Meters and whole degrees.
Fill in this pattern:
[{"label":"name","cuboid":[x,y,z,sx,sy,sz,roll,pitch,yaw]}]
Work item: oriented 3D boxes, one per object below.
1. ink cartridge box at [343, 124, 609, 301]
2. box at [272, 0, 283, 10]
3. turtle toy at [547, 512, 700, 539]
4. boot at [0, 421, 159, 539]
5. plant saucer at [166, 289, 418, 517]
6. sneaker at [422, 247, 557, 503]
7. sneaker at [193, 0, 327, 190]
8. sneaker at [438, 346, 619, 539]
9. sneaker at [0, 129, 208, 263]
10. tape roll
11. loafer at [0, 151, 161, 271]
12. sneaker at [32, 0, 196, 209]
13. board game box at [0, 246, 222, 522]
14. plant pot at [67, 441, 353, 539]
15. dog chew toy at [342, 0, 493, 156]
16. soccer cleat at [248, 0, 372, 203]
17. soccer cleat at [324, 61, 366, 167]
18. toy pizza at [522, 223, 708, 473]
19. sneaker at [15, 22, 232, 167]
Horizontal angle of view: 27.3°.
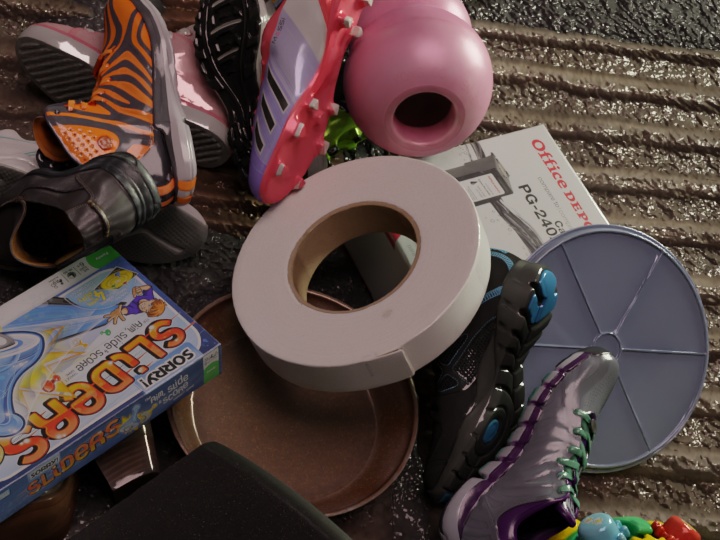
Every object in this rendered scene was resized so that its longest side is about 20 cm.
[{"label":"ink cartridge box","cuboid":[0.100,-0.029,1.255,0.199,0.084,0.146,-17,63,-27]},{"label":"box","cuboid":[-0.016,-0.272,1.314,0.038,0.200,0.137,41,51,-18]},{"label":"turtle toy","cuboid":[0.224,0.240,1.098,0.198,0.101,0.147,4,55,-16]},{"label":"boot","cuboid":[-0.243,0.121,1.055,0.199,0.070,0.147,-20,59,-30]},{"label":"plant saucer","cuboid":[-0.055,0.105,1.141,0.199,0.037,0.202,8,54,-12]},{"label":"sneaker","cuboid":[0.084,0.080,1.141,0.082,0.201,0.073,24,8,29]},{"label":"sneaker","cuboid":[-0.081,-0.160,1.240,0.079,0.074,0.202,-15,90,-54]},{"label":"sneaker","cuboid":[0.151,0.151,1.117,0.087,0.075,0.200,26,71,43]},{"label":"sneaker","cuboid":[-0.215,-0.067,1.188,0.199,0.071,0.081,18,36,-11]},{"label":"tape roll","cuboid":[0.000,0.000,1.123,0.201,0.037,0.204,-12,49,14]},{"label":"loafer","cuboid":[-0.232,-0.034,1.084,0.072,0.199,0.073,-41,105,-41]},{"label":"sneaker","cuboid":[-0.199,-0.135,1.143,0.111,0.078,0.201,-5,57,-22]},{"label":"board game box","cuboid":[-0.215,0.074,1.035,0.200,0.035,0.135,-34,57,-31]},{"label":"plant pot","cuboid":[-0.084,0.231,0.927,0.199,0.200,0.178,-34,50,-9]},{"label":"dog chew toy","cuboid":[0.043,-0.188,1.251,0.123,0.125,0.201,8,41,-13]},{"label":"soccer cleat","cuboid":[-0.054,-0.151,1.172,0.076,0.067,0.201,18,85,23]},{"label":"soccer cleat","cuboid":[0.016,-0.160,1.328,0.199,0.068,0.081,-26,75,-28]},{"label":"toy pizza","cuboid":[0.194,0.063,1.207,0.199,0.032,0.202,0,90,-20]},{"label":"sneaker","cuboid":[-0.187,-0.174,1.265,0.199,0.075,0.105,26,56,-10]}]
